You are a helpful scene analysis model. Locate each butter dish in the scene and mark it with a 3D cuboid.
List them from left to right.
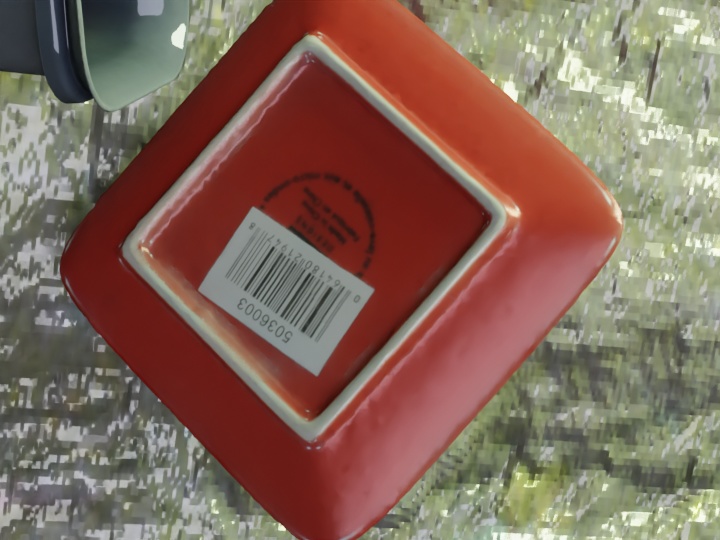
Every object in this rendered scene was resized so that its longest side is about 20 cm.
[{"bbox_3d":[0.000,0.000,0.740,0.200,0.148,0.200,43,92,21],"label":"butter dish"}]

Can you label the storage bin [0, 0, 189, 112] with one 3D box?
[{"bbox_3d":[-0.153,-0.175,0.658,0.133,0.146,0.201,3,107,13],"label":"storage bin"}]
